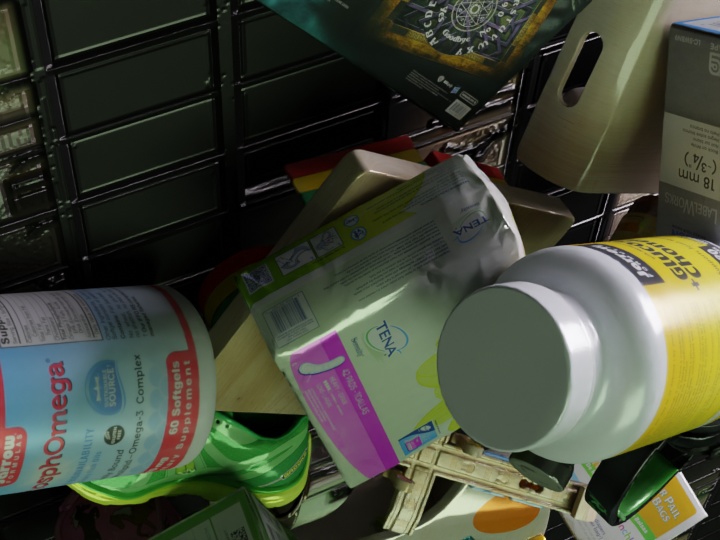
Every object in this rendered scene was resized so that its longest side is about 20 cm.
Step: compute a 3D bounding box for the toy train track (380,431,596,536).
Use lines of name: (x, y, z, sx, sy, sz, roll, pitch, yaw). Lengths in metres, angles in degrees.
toy train track: (0.085, 0.140, 0.940, 0.198, 0.032, 0.116, 19, 94, -22)

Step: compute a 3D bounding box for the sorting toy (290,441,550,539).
sorting toy: (0.027, 0.194, 1.033, 0.178, 0.109, 0.200, -12, 178, -24)

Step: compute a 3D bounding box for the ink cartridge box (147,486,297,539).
ink cartridge box: (-0.135, 0.232, 0.918, 0.198, 0.060, 0.104, -30, 145, 2)

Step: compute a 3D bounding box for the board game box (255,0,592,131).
board game box: (0.042, -0.159, 0.721, 0.135, 0.028, 0.199, -43, 145, 17)

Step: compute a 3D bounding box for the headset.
headset: (0.228, 0.090, 0.881, 0.201, 0.094, 0.123, -51, 156, 2)

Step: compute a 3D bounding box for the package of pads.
package of pads: (0.029, 0.035, 0.805, 0.153, 0.069, 0.201, -29, 148, -3)

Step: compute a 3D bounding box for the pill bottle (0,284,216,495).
pill bottle: (-0.188, 0.067, 0.762, 0.198, 0.109, 0.109, -4, 139, -36)

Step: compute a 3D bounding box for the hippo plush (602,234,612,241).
hippo plush: (0.142, 0.041, 1.010, 0.159, 0.162, 0.199, 10, 175, -23)

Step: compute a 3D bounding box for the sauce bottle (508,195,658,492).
sauce bottle: (0.161, 0.047, 0.894, 0.201, 0.065, 0.066, -58, 153, -17)

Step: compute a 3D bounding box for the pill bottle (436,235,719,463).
pill bottle: (0.131, 0.041, 0.737, 0.199, 0.113, 0.112, -6, 142, -50)

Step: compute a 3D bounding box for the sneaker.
sneaker: (-0.123, 0.108, 0.911, 0.197, 0.074, 0.085, 6, 109, -30)

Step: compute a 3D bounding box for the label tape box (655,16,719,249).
label tape box: (0.253, -0.056, 0.846, 0.143, 0.063, 0.203, -14, 115, -31)

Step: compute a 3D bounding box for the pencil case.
pencil case: (-0.157, 0.217, 1.014, 0.085, 0.084, 0.201, -11, 147, 3)

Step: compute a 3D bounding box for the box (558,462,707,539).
box: (0.214, 0.183, 1.183, 0.101, 0.113, 0.200, -32, 174, 2)

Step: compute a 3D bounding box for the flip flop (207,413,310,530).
flip flop: (-0.068, 0.153, 1.025, 0.080, 0.058, 0.201, -16, 144, -23)

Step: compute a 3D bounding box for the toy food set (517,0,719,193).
toy food set: (0.202, -0.126, 0.884, 0.198, 0.060, 0.145, -3, 127, -39)

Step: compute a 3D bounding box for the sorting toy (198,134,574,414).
sorting toy: (0.000, 0.000, 0.864, 0.197, 0.070, 0.200, 8, 131, -45)
